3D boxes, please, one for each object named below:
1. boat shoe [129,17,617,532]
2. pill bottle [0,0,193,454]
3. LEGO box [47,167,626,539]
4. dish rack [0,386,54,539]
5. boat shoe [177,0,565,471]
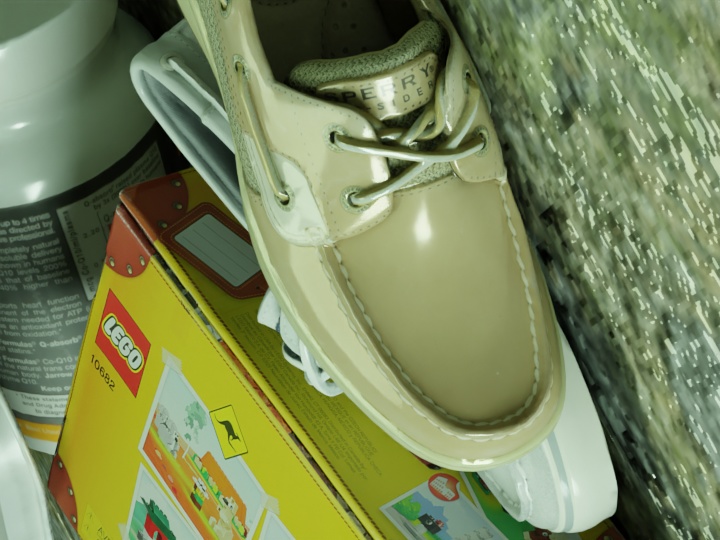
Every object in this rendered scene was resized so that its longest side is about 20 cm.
[{"bbox_3d":[0.000,0.000,0.778,0.201,0.068,0.072,58,164,14],"label":"boat shoe"},{"bbox_3d":[-0.120,-0.033,1.030,0.116,0.116,0.201,46,158,45],"label":"pill bottle"},{"bbox_3d":[-0.011,0.083,0.854,0.200,0.077,0.149,52,142,28],"label":"LEGO box"},{"bbox_3d":[-0.167,0.040,1.002,0.172,0.043,0.200,62,167,17],"label":"dish rack"},{"bbox_3d":[0.001,-0.041,0.710,0.065,0.072,0.201,140,107,-76],"label":"boat shoe"}]
